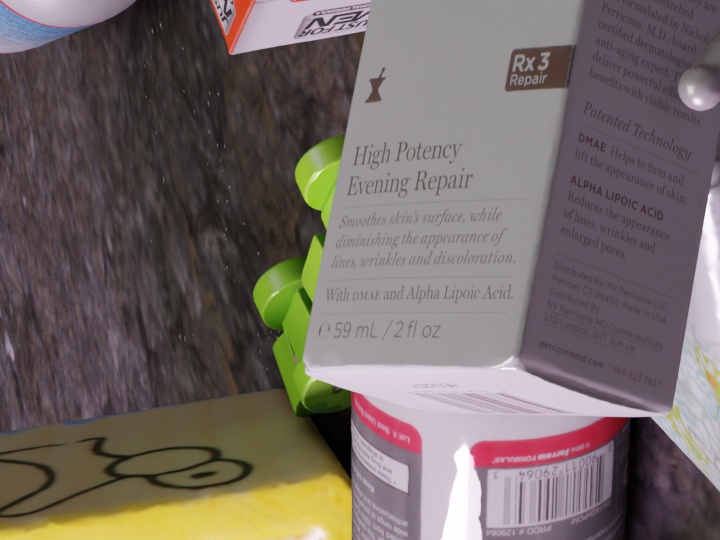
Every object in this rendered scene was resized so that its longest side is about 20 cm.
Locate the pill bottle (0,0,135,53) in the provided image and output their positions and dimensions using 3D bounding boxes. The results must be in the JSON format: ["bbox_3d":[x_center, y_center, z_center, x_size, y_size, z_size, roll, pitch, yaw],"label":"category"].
[{"bbox_3d":[-0.167,-0.178,1.514,0.200,0.109,0.109,-5,96,66],"label":"pill bottle"}]

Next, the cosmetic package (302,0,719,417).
[{"bbox_3d":[0.054,-0.058,0.875,0.102,0.074,0.200,-3,74,48],"label":"cosmetic package"}]

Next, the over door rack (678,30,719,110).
[{"bbox_3d":[0.168,-0.026,0.812,0.148,0.067,0.200,8,110,40],"label":"over door rack"}]

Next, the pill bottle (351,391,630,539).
[{"bbox_3d":[0.051,0.115,1.149,0.111,0.111,0.200,-139,43,-55],"label":"pill bottle"}]

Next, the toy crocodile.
[{"bbox_3d":[0.000,0.000,1.289,0.068,0.062,0.200,62,147,34],"label":"toy crocodile"}]

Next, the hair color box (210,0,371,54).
[{"bbox_3d":[0.006,-0.169,1.133,0.061,0.101,0.200,68,154,22],"label":"hair color box"}]

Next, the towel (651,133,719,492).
[{"bbox_3d":[0.100,-0.014,0.993,0.171,0.048,0.200,54,167,46],"label":"towel"}]

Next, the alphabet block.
[{"bbox_3d":[-0.095,0.179,1.356,0.200,0.195,0.197,-130,30,-79],"label":"alphabet block"}]
